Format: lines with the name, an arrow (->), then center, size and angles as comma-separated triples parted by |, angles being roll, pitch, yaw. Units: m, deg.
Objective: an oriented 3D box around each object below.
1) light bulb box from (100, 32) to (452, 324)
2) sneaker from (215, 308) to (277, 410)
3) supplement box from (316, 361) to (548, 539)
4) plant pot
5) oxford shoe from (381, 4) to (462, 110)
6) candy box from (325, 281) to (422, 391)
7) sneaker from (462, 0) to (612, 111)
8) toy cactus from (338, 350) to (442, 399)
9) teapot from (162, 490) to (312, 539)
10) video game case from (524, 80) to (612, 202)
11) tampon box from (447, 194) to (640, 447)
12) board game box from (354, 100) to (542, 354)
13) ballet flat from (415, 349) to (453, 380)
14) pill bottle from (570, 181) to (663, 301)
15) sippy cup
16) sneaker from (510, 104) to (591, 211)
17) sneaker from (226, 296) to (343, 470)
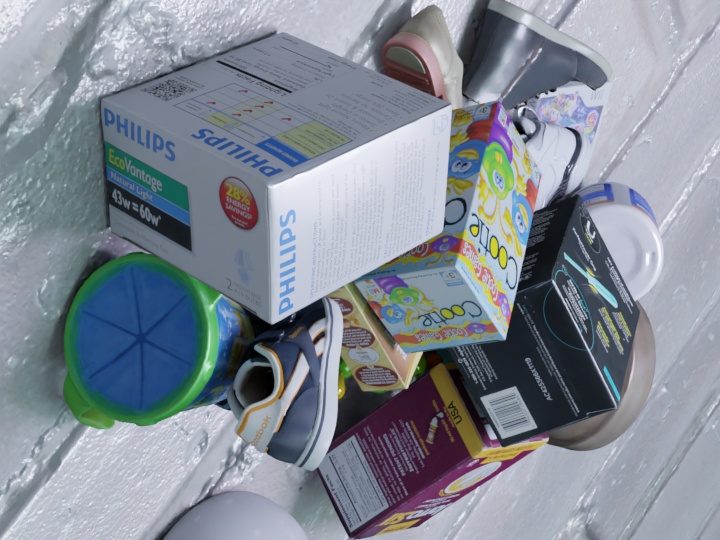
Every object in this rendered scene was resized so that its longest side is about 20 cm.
light bulb box -> -0.066, -0.081, 1.219 | 0.200, 0.198, 0.125 | -28, 132, -38
sneaker -> -0.100, 0.026, 1.374 | 0.073, 0.082, 0.201 | 25, 74, -46
supplement box -> 0.071, 0.185, 1.597 | 0.200, 0.104, 0.131 | -39, 158, 31
plant pot -> 0.199, 0.093, 1.729 | 0.173, 0.200, 0.201 | 14, 102, -37
oxford shoe -> 0.078, -0.163, 1.468 | 0.074, 0.071, 0.200 | -55, 151, -28
candy box -> 0.000, 0.000, 1.394 | 0.200, 0.055, 0.116 | 60, 40, -34
sneaker -> 0.173, -0.200, 1.572 | 0.200, 0.075, 0.107 | 18, 104, -47
toy cactus -> 0.014, 0.038, 1.528 | 0.199, 0.102, 0.166 | -8, 101, -47
teapot -> -0.111, 0.323, 1.496 | 0.200, 0.146, 0.197 | -55, 145, -7
video game case -> 0.212, -0.114, 1.723 | 0.143, 0.018, 0.201 | -13, 123, -48
tampon box -> 0.178, 0.046, 1.507 | 0.150, 0.126, 0.200 | 61, 26, -16
board game box -> 0.082, -0.040, 1.383 | 0.103, 0.104, 0.201 | 54, 39, -38
ballet flat -> 0.094, 0.049, 1.647 | 0.067, 0.068, 0.201 | -58, 156, -49
pill bottle -> 0.270, -0.035, 1.682 | 0.200, 0.112, 0.113 | -57, 167, -76
sippy cup -> -0.154, 0.060, 1.276 | 0.130, 0.177, 0.140 | 16, 73, -66
sneaker -> 0.156, -0.077, 1.620 | 0.115, 0.075, 0.201 | 27, 93, -42
sneaker -> -0.061, 0.077, 1.266 | 0.079, 0.200, 0.079 | 20, 119, -12
